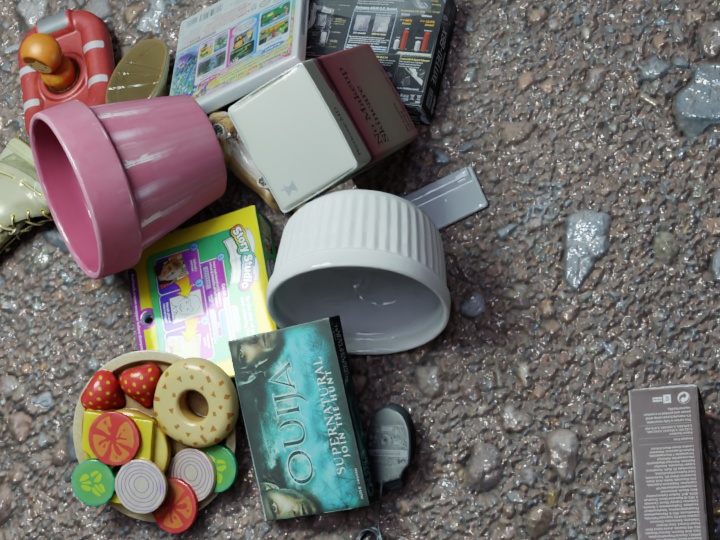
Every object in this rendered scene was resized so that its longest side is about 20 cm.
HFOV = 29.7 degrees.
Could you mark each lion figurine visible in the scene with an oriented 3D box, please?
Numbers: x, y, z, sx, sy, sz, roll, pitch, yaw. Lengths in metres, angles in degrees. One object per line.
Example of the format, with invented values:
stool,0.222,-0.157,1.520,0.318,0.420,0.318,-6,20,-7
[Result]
lion figurine,-0.120,-0.120,1.608,0.072,0.123,0.201,-34,77,-13

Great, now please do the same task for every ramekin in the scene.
ramekin,0.000,0.000,1.463,0.197,0.201,0.106,-6,58,16

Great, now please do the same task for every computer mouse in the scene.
computer mouse,0.028,0.244,1.450,0.058,0.034,0.203,1,77,29

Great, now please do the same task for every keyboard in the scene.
keyboard,0.048,-0.055,1.568,0.198,0.011,0.057,-26,69,8

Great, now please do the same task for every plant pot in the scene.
plant pot,-0.260,-0.114,1.558,0.178,0.201,0.201,-24,60,-23

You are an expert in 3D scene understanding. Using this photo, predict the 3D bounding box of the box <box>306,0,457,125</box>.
box,0.005,-0.264,1.640,0.197,0.050,0.160,6,72,21

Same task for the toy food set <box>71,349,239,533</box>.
toy food set,-0.229,0.189,1.507,0.197,0.049,0.201,6,97,10

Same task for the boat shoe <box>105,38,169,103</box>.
boat shoe,-0.281,-0.193,1.701,0.070,0.065,0.202,10,72,20

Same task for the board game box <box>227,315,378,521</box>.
board game box,-0.063,0.161,1.457,0.134,0.028,0.203,-14,87,27

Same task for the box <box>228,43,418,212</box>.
box,-0.036,-0.162,1.502,0.108,0.200,0.129,-28,93,26

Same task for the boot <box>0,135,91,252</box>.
boot,-0.420,-0.060,1.694,0.199,0.073,0.156,38,85,29

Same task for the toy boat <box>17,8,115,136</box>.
toy boat,-0.386,-0.253,1.725,0.129,0.131,0.202,-19,65,11

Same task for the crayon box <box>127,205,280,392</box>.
crayon box,-0.175,0.046,1.577,0.171,0.058,0.202,-17,66,11

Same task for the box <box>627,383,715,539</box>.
box,0.305,0.223,1.320,0.074,0.100,0.203,-7,67,16

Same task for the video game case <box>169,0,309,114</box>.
video game case,-0.148,-0.278,1.661,0.198,0.024,0.184,-21,46,26
